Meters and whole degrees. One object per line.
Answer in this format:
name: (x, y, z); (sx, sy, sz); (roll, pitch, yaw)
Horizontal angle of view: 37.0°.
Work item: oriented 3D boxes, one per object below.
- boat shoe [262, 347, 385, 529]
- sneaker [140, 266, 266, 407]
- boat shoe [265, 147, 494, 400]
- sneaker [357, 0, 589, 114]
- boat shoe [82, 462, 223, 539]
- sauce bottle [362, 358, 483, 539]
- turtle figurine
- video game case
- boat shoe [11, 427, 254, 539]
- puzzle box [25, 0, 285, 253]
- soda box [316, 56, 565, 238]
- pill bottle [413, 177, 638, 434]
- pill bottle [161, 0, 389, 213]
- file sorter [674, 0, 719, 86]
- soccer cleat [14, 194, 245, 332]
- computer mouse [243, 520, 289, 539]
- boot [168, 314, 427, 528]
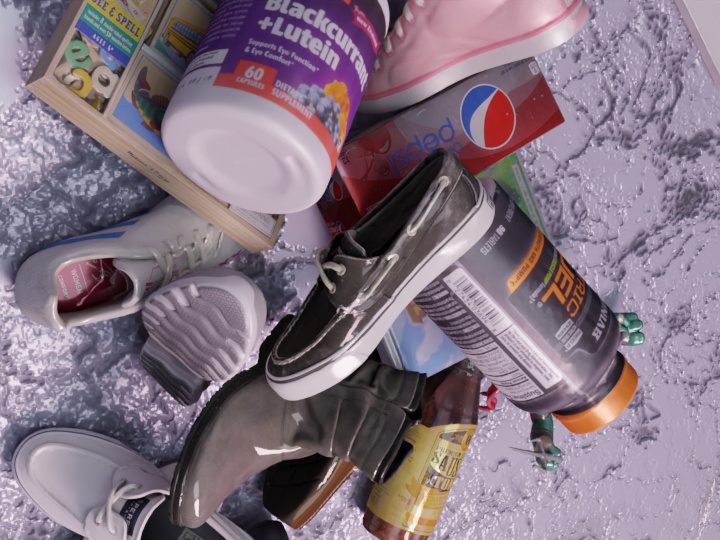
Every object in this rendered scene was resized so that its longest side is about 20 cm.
boat shoe: (-0.001, 0.124, 0.882); (0.074, 0.076, 0.200); (36, 85, -37)
sneaker: (-0.102, 0.030, 0.741); (0.075, 0.200, 0.082); (44, 64, -4)
boat shoe: (0.000, 0.000, 0.729); (0.200, 0.071, 0.064); (-46, 126, 1)
sneaker: (0.052, -0.186, 0.764); (0.105, 0.200, 0.075); (53, 43, -27)
boat shoe: (-0.175, 0.232, 0.817); (0.200, 0.072, 0.069); (-51, 152, -21)
sauce bottle: (0.064, 0.140, 0.931); (0.066, 0.066, 0.201); (18, 96, -34)
turtle figurine: (0.184, 0.090, 0.960); (0.200, 0.101, 0.150); (-5, 127, -52)
video game case: (0.067, -0.033, 0.864); (0.182, 0.022, 0.201); (-24, 96, -25)
boat shoe: (-0.154, 0.168, 0.758); (0.199, 0.065, 0.074); (26, 75, -3)
puzzle box: (-0.115, -0.119, 0.736); (0.200, 0.025, 0.134); (37, 57, -34)
soda box: (0.056, -0.096, 0.819); (0.200, 0.063, 0.070); (-31, 99, -24)
pill bottle: (0.123, 0.034, 0.814); (0.200, 0.106, 0.106); (45, 79, -16)
pill bottle: (-0.045, -0.148, 0.714); (0.111, 0.111, 0.201); (40, 56, -33)
file sorter: (0.405, -0.280, 0.977); (0.200, 0.124, 0.139); (-47, 123, -11)
soccer cleat: (-0.139, -0.008, 0.750); (0.199, 0.086, 0.070); (-26, 116, -23)
computer mouse: (-0.118, 0.286, 0.849); (0.200, 0.053, 0.139); (-45, 151, -19)
boot: (-0.035, 0.116, 0.755); (0.200, 0.130, 0.068); (-53, 160, -43)
